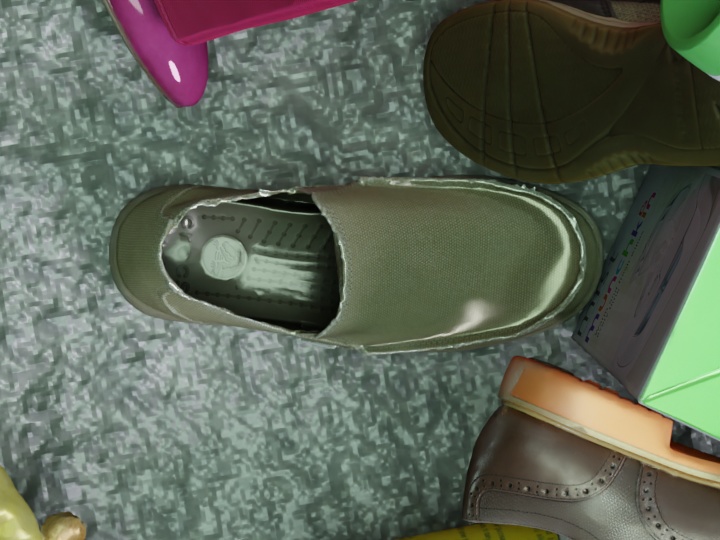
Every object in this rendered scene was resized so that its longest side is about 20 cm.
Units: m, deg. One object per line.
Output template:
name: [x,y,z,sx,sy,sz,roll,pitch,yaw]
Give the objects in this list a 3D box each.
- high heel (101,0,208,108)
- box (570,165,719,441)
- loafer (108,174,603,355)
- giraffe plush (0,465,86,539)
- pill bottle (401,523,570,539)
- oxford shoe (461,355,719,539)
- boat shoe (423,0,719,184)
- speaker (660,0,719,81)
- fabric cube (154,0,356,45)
high heel: [-0.069,-0.168,1.097,0.096,0.067,0.200,-18,94,9]
box: [0.199,0.036,1.088,0.200,0.176,0.097,25,93,-7]
loafer: [0.000,0.000,1.123,0.200,0.068,0.076,-2,96,-4]
giraffe plush: [-0.170,0.159,1.094,0.200,0.173,0.162,26,68,21]
pill bottle: [0.082,0.151,1.117,0.200,0.112,0.113,-10,97,-3]
oxford shoe: [0.133,0.104,1.043,0.200,0.071,0.073,25,88,7]
boat shoe: [0.109,-0.071,1.082,0.066,0.201,0.072,-9,98,-41]
speaker: [0.206,-0.077,0.964,0.200,0.088,0.089,19,95,-18]
fabric cube: [0.017,-0.210,1.009,0.196,0.199,0.200,-25,99,-24]
